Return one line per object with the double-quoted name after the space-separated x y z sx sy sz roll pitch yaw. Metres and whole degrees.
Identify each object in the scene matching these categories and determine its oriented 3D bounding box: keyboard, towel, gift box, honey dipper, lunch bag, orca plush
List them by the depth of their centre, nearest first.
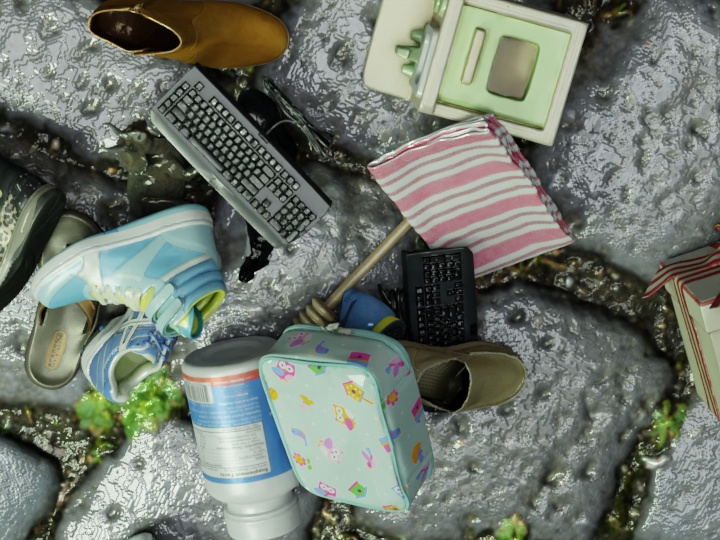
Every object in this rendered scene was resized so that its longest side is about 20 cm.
-0.103 -0.129 1.661 0.127 0.021 0.200 -45 102 1 "keyboard"
-0.016 0.145 1.684 0.160 0.077 0.201 7 127 33 "lunch bag"
-0.098 -0.082 1.704 0.105 0.071 0.201 2 106 -39 "orca plush"
0.116 -0.068 1.705 0.146 0.030 0.200 -20 130 24 "towel"
0.413 0.055 1.728 0.199 0.185 0.188 -19 106 -5 "gift box"
0.075 0.072 1.764 0.103 0.040 0.201 -5 117 2 "keyboard"
0.000 0.000 1.771 0.038 0.038 0.200 42 94 -11 "honey dipper"

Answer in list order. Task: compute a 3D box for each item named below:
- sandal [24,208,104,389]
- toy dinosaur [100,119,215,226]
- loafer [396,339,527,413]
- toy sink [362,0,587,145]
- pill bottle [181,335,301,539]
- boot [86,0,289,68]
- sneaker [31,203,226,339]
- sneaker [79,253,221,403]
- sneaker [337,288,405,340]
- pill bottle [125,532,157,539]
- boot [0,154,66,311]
-0.316 0.036 1.750 0.081 0.055 0.201 17 102 -7 "sandal"
-0.205 -0.090 1.725 0.102 0.077 0.201 -2 134 1 "toy dinosaur"
0.103 0.118 1.741 0.199 0.067 0.076 2 113 -35 "loafer"
0.113 -0.219 1.683 0.199 0.112 0.131 15 102 -6 "toy sink"
-0.120 0.181 1.765 0.112 0.112 0.201 -10 104 -1 "pill bottle"
-0.170 -0.233 1.649 0.200 0.144 0.071 7 104 -5 "boot"
-0.229 0.025 1.669 0.199 0.080 0.131 -23 73 4 "sneaker"
-0.211 0.058 1.738 0.076 0.077 0.200 31 104 -38 "sneaker"
-0.013 0.106 1.772 0.078 0.066 0.201 37 130 25 "sneaker"
-0.211 0.395 1.813 0.106 0.106 0.200 -36 102 5 "pill bottle"
-0.407 -0.050 1.721 0.154 0.073 0.204 40 120 8 "boot"
